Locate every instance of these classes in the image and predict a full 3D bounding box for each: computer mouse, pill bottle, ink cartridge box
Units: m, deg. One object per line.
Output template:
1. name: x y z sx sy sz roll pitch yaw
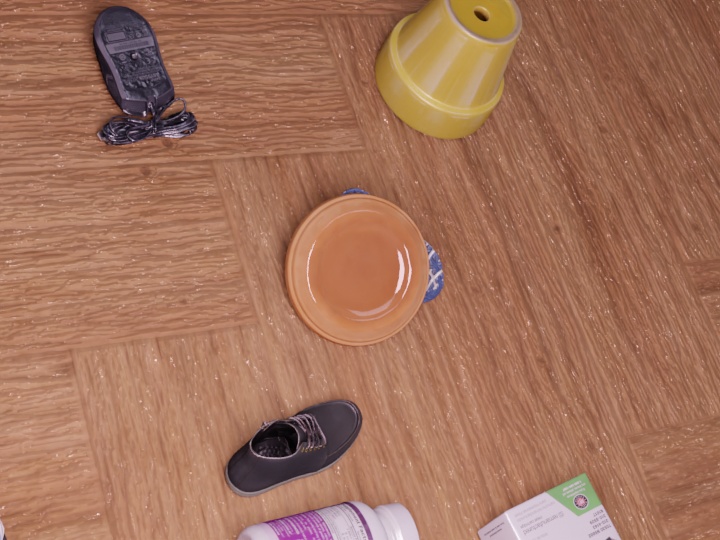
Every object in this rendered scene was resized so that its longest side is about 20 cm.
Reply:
1. computer mouse: -0.314 -0.262 1.590 0.137 0.053 0.203 -13 78 -29
2. pill bottle: -0.035 0.328 1.329 0.198 0.112 0.114 -7 65 -28
3. ink cartridge box: 0.261 0.380 1.452 0.143 0.084 0.202 -17 70 -32

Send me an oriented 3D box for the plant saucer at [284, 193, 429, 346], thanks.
1. plant saucer: 0.000 0.000 1.523 0.197 0.037 0.203 -1 93 -15

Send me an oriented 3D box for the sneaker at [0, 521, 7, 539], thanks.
1. sneaker: -0.414 0.259 1.230 0.072 0.071 0.202 29 37 -51

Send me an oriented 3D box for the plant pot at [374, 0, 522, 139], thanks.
1. plant pot: 0.145 -0.333 1.755 0.198 0.189 0.203 11 58 -18

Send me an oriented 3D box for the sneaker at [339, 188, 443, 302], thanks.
1. sneaker: 0.043 -0.043 1.604 0.200 0.077 0.085 49 8 -16

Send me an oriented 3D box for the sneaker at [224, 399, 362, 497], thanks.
1. sneaker: -0.062 0.201 1.393 0.199 0.106 0.075 -26 74 -34
